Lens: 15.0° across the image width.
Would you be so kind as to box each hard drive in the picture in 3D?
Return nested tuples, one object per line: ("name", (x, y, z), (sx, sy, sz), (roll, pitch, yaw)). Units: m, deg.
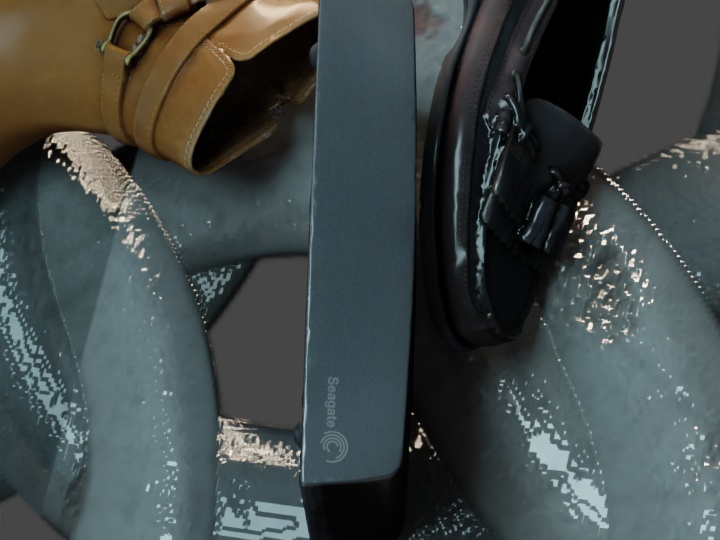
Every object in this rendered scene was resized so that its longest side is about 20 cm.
("hard drive", (0.000, 0.000, 1.036), (0.042, 0.135, 0.201), (1, 70, 2))

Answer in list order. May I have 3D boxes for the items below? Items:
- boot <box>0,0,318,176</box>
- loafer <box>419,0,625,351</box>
("boot", (-0.110, -0.077, 1.165), (0.200, 0.074, 0.155), (-50, 51, 4))
("loafer", (0.068, -0.066, 1.054), (0.063, 0.072, 0.201), (-2, 67, 28))
